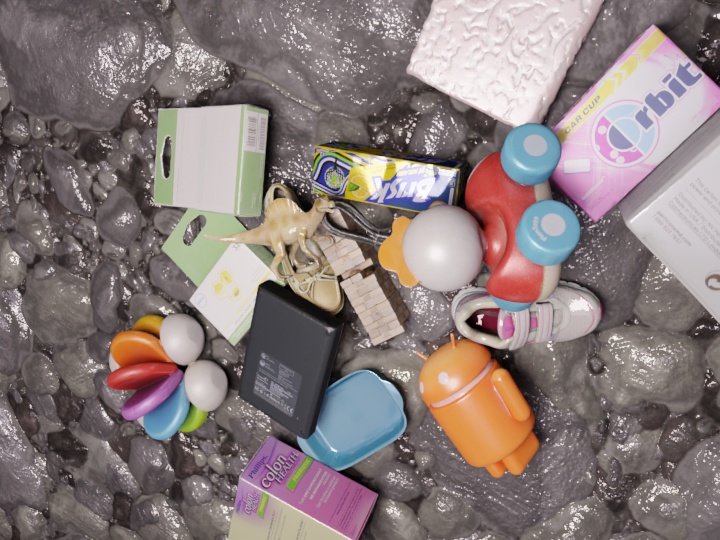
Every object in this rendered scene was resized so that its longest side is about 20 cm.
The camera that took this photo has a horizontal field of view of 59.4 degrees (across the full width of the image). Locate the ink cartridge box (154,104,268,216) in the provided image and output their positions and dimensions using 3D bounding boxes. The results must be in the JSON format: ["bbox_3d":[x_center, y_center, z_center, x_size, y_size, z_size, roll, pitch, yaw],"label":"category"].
[{"bbox_3d":[-0.221,-0.160,0.914,0.197,0.048,0.149,10,97,39],"label":"ink cartridge box"}]

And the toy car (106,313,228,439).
[{"bbox_3d":[-0.323,0.177,1.002,0.173,0.150,0.203,-24,96,23],"label":"toy car"}]

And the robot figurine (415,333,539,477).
[{"bbox_3d":[0.155,0.180,0.853,0.116,0.144,0.201,-36,92,2],"label":"robot figurine"}]

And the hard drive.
[{"bbox_3d":[-0.108,0.133,0.929,0.138,0.033,0.203,27,119,21],"label":"hard drive"}]

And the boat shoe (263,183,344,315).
[{"bbox_3d":[-0.081,-0.027,0.898,0.072,0.063,0.204,-22,92,-7],"label":"boat shoe"}]

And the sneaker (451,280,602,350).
[{"bbox_3d":[0.209,0.065,0.817,0.196,0.088,0.083,-6,103,20],"label":"sneaker"}]

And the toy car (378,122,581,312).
[{"bbox_3d":[0.116,-0.046,0.714,0.196,0.185,0.180,-5,69,-2],"label":"toy car"}]

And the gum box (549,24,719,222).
[{"bbox_3d":[0.299,-0.163,0.735,0.113,0.066,0.200,44,114,3],"label":"gum box"}]

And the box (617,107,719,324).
[{"bbox_3d":[0.414,-0.061,0.665,0.199,0.171,0.200,46,114,3],"label":"box"}]

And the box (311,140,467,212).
[{"bbox_3d":[0.038,-0.123,0.836,0.196,0.070,0.066,12,110,16],"label":"box"}]

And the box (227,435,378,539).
[{"bbox_3d":[-0.095,0.392,0.990,0.197,0.097,0.178,23,124,12],"label":"box"}]

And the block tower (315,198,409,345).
[{"bbox_3d":[0.000,0.000,0.893,0.053,0.058,0.203,-27,93,24],"label":"block tower"}]

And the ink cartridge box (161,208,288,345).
[{"bbox_3d":[-0.217,-0.007,0.972,0.200,0.048,0.146,44,114,1],"label":"ink cartridge box"}]

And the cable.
[{"bbox_3d":[0.039,-0.044,0.853,0.196,0.050,0.099,11,113,4],"label":"cable"}]

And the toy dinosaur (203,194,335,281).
[{"bbox_3d":[-0.104,-0.044,0.844,0.197,0.058,0.103,-15,104,24],"label":"toy dinosaur"}]

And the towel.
[{"bbox_3d":[0.174,-0.295,0.764,0.189,0.032,0.203,29,111,11],"label":"towel"}]

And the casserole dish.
[{"bbox_3d":[-0.014,0.224,0.967,0.199,0.039,0.122,-36,90,23],"label":"casserole dish"}]
